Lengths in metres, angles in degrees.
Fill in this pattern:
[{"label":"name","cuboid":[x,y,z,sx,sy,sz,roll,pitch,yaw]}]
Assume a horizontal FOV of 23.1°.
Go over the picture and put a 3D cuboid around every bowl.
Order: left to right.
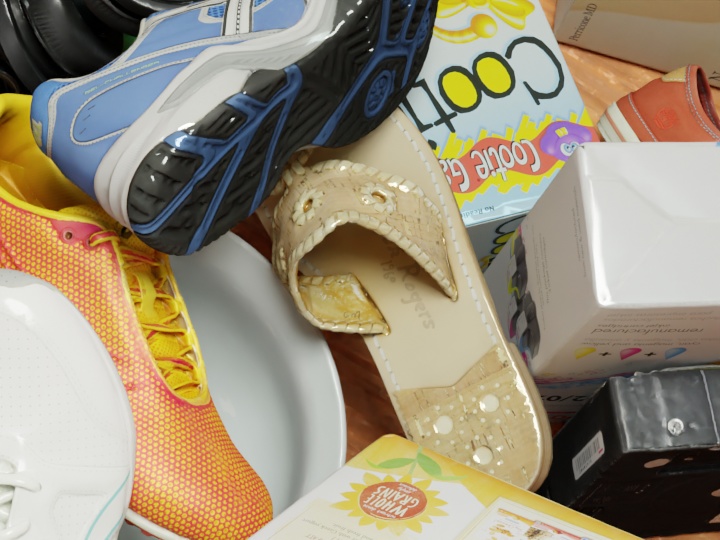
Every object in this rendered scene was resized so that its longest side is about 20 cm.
[{"label":"bowl","cuboid":[-0.110,0.075,0.719,0.200,0.090,0.202,4,66,-9]}]

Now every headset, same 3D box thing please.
[{"label":"headset","cuboid":[-0.109,-0.131,0.712,0.200,0.123,0.094,-7,77,-55]}]

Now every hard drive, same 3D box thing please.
[{"label":"hard drive","cuboid":[0.180,0.076,0.750,0.199,0.140,0.038,-2,67,-11]}]

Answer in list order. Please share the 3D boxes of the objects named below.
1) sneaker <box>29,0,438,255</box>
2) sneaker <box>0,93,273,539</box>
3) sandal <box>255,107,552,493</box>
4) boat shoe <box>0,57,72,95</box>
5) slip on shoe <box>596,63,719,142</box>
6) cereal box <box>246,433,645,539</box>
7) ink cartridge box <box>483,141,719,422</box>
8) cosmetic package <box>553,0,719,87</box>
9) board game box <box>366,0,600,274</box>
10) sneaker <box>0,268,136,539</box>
[{"label":"sneaker","cuboid":[-0.039,-0.082,0.665,0.077,0.076,0.200,28,40,25]},{"label":"sneaker","cuboid":[-0.095,0.019,0.645,0.077,0.073,0.200,-43,79,21]},{"label":"sandal","cuboid":[0.005,-0.003,0.686,0.078,0.070,0.212,-34,74,12]},{"label":"boat shoe","cuboid":[-0.168,-0.070,0.755,0.074,0.060,0.200,52,41,-12]},{"label":"slip on shoe","cuboid":[0.193,-0.016,0.823,0.061,0.074,0.200,-42,71,15]},{"label":"cereal box","cuboid":[0.012,0.133,0.581,0.144,0.040,0.200,21,33,28]},{"label":"ink cartridge box","cuboid":[0.118,0.016,0.732,0.115,0.200,0.068,-1,70,-11]},{"label":"cosmetic package","cuboid":[0.206,-0.140,0.872,0.199,0.105,0.071,15,64,-3]},{"label":"board game box","cuboid":[0.023,-0.091,0.811,0.103,0.105,0.200,-14,69,-17]},{"label":"sneaker","cuboid":[-0.117,0.101,0.584,0.070,0.080,0.201,3,101,12]}]
